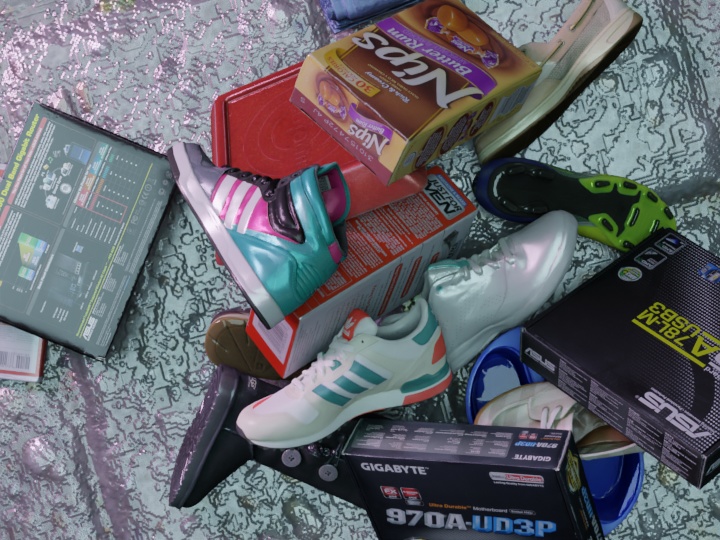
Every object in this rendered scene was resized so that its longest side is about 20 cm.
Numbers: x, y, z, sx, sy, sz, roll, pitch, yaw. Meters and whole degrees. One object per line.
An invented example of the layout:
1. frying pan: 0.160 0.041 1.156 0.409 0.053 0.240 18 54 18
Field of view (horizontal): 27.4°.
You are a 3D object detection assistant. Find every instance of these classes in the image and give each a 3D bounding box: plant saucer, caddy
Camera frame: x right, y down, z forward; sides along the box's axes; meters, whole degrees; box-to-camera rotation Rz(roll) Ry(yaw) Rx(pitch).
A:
1. plant saucer: -0.049 -0.118 1.299 0.199 0.037 0.200 -20 47 14
2. caddy: 0.173 0.145 1.328 0.141 0.105 0.201 -17 89 3

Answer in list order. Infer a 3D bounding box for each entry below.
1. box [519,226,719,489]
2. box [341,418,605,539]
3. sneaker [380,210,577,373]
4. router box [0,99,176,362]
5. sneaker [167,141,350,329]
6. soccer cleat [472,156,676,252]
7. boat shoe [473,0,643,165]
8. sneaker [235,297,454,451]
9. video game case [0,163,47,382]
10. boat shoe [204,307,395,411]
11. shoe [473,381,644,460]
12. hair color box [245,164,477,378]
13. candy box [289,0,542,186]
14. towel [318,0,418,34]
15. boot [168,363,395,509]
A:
1. box: 0.269 0.066 1.243 0.193 0.048 0.200 -30 49 -30
2. box: 0.101 0.201 1.264 0.199 0.046 0.160 1 130 27
3. sneaker: 0.101 0.011 1.296 0.088 0.075 0.200 36 114 -22
4. router box: -0.267 -0.035 1.358 0.149 0.062 0.201 23 87 -8
5. sneaker: -0.072 -0.057 1.198 0.120 0.084 0.200 -32 56 -4
6. soccer cleat: 0.196 -0.062 1.352 0.199 0.084 0.065 13 93 -18
7. boat shoe: 0.169 -0.179 1.355 0.200 0.072 0.065 -45 81 -3
8. sneaker: -0.018 0.082 1.262 0.199 0.070 0.094 -17 114 -16
9. video game case: -0.360 -0.002 1.397 0.142 0.017 0.201 7 90 3
10. boat shoe: -0.043 0.073 1.358 0.200 0.066 0.072 14 114 -9
11. shoe: 0.195 0.125 1.252 0.199 0.053 0.070 -5 83 -4
12. hair color box: 0.000 0.000 1.293 0.199 0.111 0.064 -30 69 -26
13. candy box: 0.050 -0.157 1.248 0.117 0.200 0.057 42 136 16
14. towel: 0.046 -0.306 1.370 0.199 0.049 0.112 -21 89 3
15. boot: -0.061 0.182 1.359 0.199 0.066 0.165 18 125 -15
